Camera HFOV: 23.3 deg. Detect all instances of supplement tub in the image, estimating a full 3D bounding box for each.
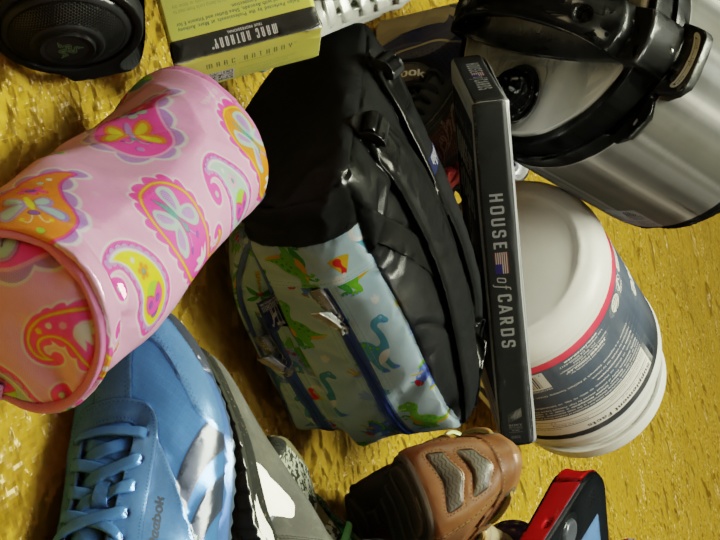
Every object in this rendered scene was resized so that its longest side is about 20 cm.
[{"bbox_3d":[0.133,0.040,1.239,0.200,0.140,0.141,49,37,-54],"label":"supplement tub"}]

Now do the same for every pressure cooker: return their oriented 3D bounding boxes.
[{"bbox_3d":[0.162,-0.133,1.124,0.199,0.176,0.179,24,44,-39],"label":"pressure cooker"}]

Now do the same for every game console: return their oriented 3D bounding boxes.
[{"bbox_3d":[0.131,0.254,1.197,0.177,0.031,0.201,-53,142,-47],"label":"game console"}]

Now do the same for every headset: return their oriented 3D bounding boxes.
[{"bbox_3d":[-0.119,-0.147,0.739,0.200,0.093,0.124,-28,107,-80],"label":"headset"}]

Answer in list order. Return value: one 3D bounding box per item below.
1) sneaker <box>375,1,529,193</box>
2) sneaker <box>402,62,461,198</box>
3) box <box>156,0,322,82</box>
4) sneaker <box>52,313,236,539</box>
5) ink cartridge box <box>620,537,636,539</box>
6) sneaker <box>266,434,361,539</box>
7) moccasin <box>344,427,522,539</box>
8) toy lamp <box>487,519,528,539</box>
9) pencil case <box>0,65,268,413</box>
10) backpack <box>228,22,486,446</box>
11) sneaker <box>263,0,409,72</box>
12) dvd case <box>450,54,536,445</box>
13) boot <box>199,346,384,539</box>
[{"bbox_3d":[0.082,-0.115,1.263,0.199,0.080,0.116,25,55,-67],"label":"sneaker"},{"bbox_3d":[0.026,-0.082,1.117,0.200,0.070,0.098,-31,110,-70],"label":"sneaker"},{"bbox_3d":[-0.079,-0.194,0.839,0.050,0.075,0.201,113,-40,-81],"label":"box"},{"bbox_3d":[-0.096,0.106,0.724,0.078,0.066,0.201,23,60,-61],"label":"sneaker"},{"bbox_3d":[0.127,0.278,1.072,0.083,0.145,0.201,-101,173,-57],"label":"ink cartridge box"},{"bbox_3d":[0.000,0.166,0.912,0.077,0.088,0.201,-66,141,-55],"label":"sneaker"},{"bbox_3d":[0.039,0.127,0.954,0.202,0.077,0.074,112,-43,-63],"label":"moccasin"},{"bbox_3d":[0.069,0.170,1.139,0.200,0.058,0.059,44,41,-60],"label":"toy lamp"},{"bbox_3d":[-0.105,-0.017,0.734,0.200,0.087,0.088,-58,134,-62],"label":"pencil case"},{"bbox_3d":[0.000,0.000,0.941,0.200,0.153,0.164,50,26,-30],"label":"backpack"},{"bbox_3d":[-0.018,-0.174,1.029,0.200,0.080,0.077,-54,132,-60],"label":"sneaker"},{"bbox_3d":[0.078,-0.016,1.035,0.150,0.025,0.201,-96,179,-74],"label":"dvd case"},{"bbox_3d":[-0.029,0.131,0.803,0.130,0.068,0.201,16,43,-58],"label":"boot"}]
